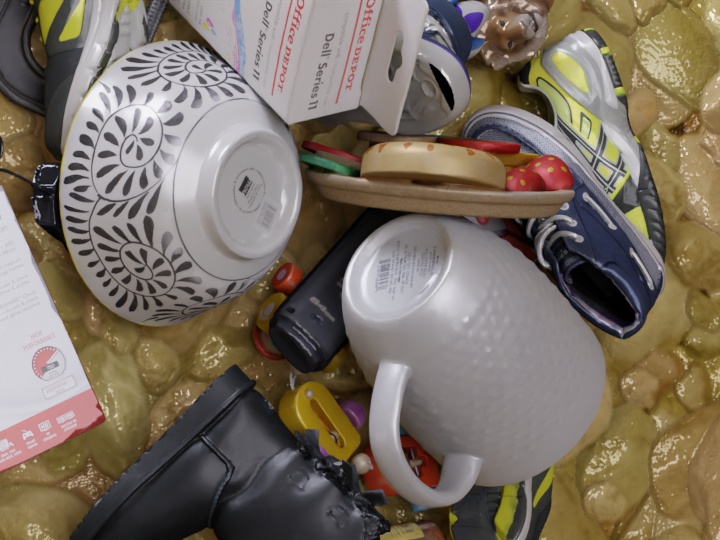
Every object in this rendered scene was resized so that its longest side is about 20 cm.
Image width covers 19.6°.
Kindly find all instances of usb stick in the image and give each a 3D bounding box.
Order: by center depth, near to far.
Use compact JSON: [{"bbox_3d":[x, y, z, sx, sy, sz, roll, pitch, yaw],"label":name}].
[{"bbox_3d":[0.000,0.000,1.513,0.056,0.033,0.200,49,47,-9],"label":"usb stick"}]

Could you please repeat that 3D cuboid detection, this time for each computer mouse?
[{"bbox_3d":[-0.231,-0.055,1.420,0.200,0.034,0.059,30,59,-49],"label":"computer mouse"}]

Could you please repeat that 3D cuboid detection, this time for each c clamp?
[{"bbox_3d":[-0.180,-0.171,1.501,0.169,0.027,0.202,19,80,-14],"label":"c clamp"}]

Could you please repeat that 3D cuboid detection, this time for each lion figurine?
[{"bbox_3d":[0.100,-0.259,1.605,0.122,0.073,0.201,-27,81,-13],"label":"lion figurine"}]

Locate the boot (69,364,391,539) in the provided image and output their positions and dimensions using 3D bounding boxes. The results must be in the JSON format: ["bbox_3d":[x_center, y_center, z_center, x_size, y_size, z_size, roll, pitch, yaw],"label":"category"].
[{"bbox_3d":[-0.088,0.182,1.429,0.162,0.073,0.198,45,94,7],"label":"boot"}]

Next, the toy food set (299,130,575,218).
[{"bbox_3d":[0.052,-0.070,1.466,0.199,0.197,0.049,-1,98,-41],"label":"toy food set"}]

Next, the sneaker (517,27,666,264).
[{"bbox_3d":[0.182,-0.083,1.622,0.076,0.075,0.202,-20,92,1],"label":"sneaker"}]

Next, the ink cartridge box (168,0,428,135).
[{"bbox_3d":[-0.046,-0.183,1.418,0.067,0.118,0.200,-16,47,-35],"label":"ink cartridge box"}]

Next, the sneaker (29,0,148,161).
[{"bbox_3d":[-0.195,-0.177,1.455,0.084,0.074,0.202,15,94,22],"label":"sneaker"}]

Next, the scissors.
[{"bbox_3d":[0.102,-0.029,1.604,0.198,0.014,0.074,17,79,-20],"label":"scissors"}]

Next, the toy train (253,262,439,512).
[{"bbox_3d":[-0.014,0.089,1.530,0.150,0.055,0.202,-8,77,-48],"label":"toy train"}]

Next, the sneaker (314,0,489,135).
[{"bbox_3d":[0.051,-0.164,1.497,0.146,0.199,0.081,-36,110,-26],"label":"sneaker"}]

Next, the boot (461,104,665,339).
[{"bbox_3d":[0.149,-0.039,1.556,0.200,0.090,0.073,42,115,-2],"label":"boot"}]

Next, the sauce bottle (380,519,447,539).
[{"bbox_3d":[-0.032,0.225,1.501,0.198,0.066,0.067,-6,87,-21],"label":"sauce bottle"}]

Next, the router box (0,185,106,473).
[{"bbox_3d":[-0.301,0.064,1.413,0.199,0.049,0.181,-26,95,-22],"label":"router box"}]

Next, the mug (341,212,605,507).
[{"bbox_3d":[0.062,0.067,1.444,0.175,0.147,0.201,46,53,-42],"label":"mug"}]

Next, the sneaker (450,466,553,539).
[{"bbox_3d":[0.111,0.140,1.561,0.074,0.085,0.201,8,59,19],"label":"sneaker"}]

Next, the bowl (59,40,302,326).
[{"bbox_3d":[-0.103,-0.056,1.438,0.200,0.094,0.203,-9,103,-46],"label":"bowl"}]
